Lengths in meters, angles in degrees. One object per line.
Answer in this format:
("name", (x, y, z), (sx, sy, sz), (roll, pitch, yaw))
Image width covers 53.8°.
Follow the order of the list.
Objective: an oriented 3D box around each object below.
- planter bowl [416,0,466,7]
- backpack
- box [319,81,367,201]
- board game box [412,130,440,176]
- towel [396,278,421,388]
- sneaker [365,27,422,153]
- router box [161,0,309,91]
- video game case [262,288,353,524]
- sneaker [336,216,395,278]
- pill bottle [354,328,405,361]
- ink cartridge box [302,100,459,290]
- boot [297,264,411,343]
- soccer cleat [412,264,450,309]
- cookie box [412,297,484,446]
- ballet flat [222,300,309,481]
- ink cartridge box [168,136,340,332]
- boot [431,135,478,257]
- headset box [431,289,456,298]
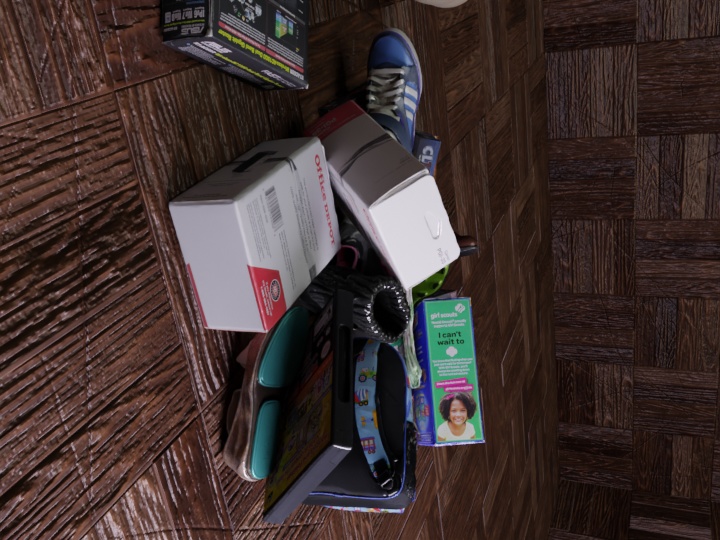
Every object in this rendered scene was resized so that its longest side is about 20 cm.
("planter bowl", (0.096, -0.522, 1.111), (0.134, 0.199, 0.203), (-14, 106, -38))
("backpack", (-0.012, 0.194, 0.905), (0.135, 0.180, 0.202), (56, 33, -59))
("box", (0.006, -0.203, 1.079), (0.200, 0.037, 0.138), (-49, 135, -56))
("board game box", (0.079, -0.116, 1.128), (0.136, 0.034, 0.202), (-101, -158, -73))
("towel", (0.067, 0.056, 0.993), (0.153, 0.023, 0.203), (72, 12, -75))
("sneaker", (0.034, -0.226, 0.992), (0.147, 0.080, 0.202), (-55, 146, -60))
("router box", (-0.123, -0.287, 0.746), (0.200, 0.061, 0.152), (2, 89, -67))
("video game case", (-0.057, 0.150, 0.768), (0.200, 0.025, 0.182), (125, -26, -44))
("sneaker", (0.000, 0.000, 1.064), (0.095, 0.079, 0.201), (-42, 132, -31))
("pill bottle", (0.014, 0.177, 1.035), (0.113, 0.112, 0.202), (-37, 125, -61))
("ink cartridge box", (0.023, -0.095, 0.866), (0.200, 0.082, 0.147), (53, -6, 47))
("boot", (0.006, 0.043, 0.921), (0.210, 0.157, 0.080), (21, 85, -57))
("soccer cleat", (0.086, 0.031, 1.176), (0.201, 0.067, 0.081), (-60, -174, 31))
("cookie box", (0.122, 0.154, 1.053), (0.171, 0.074, 0.203), (107, -21, -77))
("ballet flat", (-0.113, 0.127, 0.786), (0.068, 0.067, 0.202), (23, 80, -50))
("ink cartridge box", (-0.104, -0.046, 0.779), (0.200, 0.083, 0.146), (-50, 136, -55))
("boot", (0.127, -0.124, 1.198), (0.068, 0.188, 0.203), (0, 94, -32))
("headset box", (0.126, 0.120, 1.336), (0.148, 0.074, 0.203), (-7, 98, -66))
